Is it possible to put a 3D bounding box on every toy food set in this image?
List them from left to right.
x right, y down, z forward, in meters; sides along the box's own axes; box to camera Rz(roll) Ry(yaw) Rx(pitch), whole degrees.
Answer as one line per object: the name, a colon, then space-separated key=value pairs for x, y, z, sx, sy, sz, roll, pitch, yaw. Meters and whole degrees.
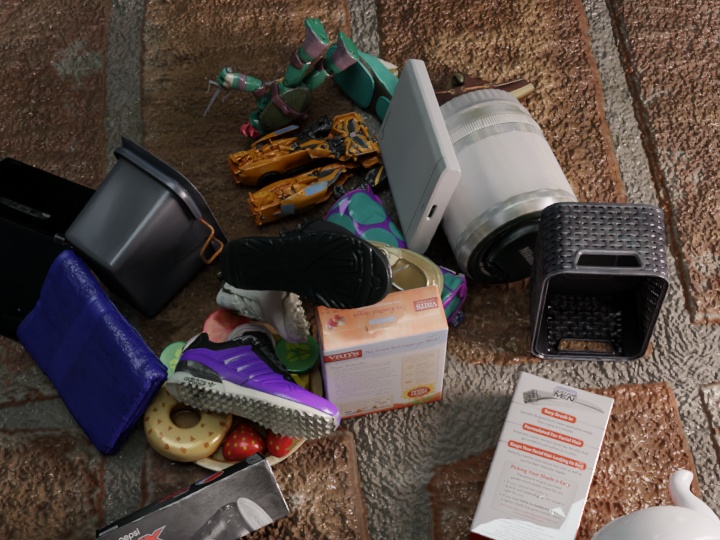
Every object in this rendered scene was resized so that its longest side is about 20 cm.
toy food set: x=-0.142 y=0.138 z=1.461 sx=0.199 sy=0.049 sz=0.199 roll=9 pitch=59 yaw=8

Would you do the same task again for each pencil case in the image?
pencil case: x=0.041 y=-0.011 z=1.523 sx=0.092 sy=0.085 sz=0.200 roll=-43 pitch=66 yaw=-5

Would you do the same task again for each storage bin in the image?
storage bin: x=-0.249 y=-0.034 z=1.494 sx=0.145 sy=0.200 sz=0.135 roll=33 pitch=76 yaw=20
storage bin: x=0.266 y=0.016 z=1.431 sx=0.134 sy=0.200 sz=0.094 roll=1 pitch=60 yaw=3

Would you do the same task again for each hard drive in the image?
hard drive: x=0.066 y=-0.137 z=1.501 sx=0.027 sy=0.132 sz=0.201 roll=5 pitch=44 yaw=-19

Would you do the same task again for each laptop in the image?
laptop: x=-0.429 y=-0.030 z=1.594 sx=0.186 sy=0.116 sz=0.200 roll=21 pitch=33 yaw=13

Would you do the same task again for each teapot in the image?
teapot: x=0.285 y=0.322 z=1.281 sx=0.199 sy=0.199 sz=0.146 roll=-3 pitch=14 yaw=-31

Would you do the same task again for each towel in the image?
towel: x=-0.306 y=0.093 z=1.449 sx=0.049 sy=0.148 sz=0.200 roll=-11 pitch=54 yaw=-51

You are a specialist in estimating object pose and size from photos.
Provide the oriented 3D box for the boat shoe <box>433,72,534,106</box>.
boat shoe: x=0.139 y=-0.225 z=1.628 sx=0.199 sy=0.072 sz=0.072 roll=-23 pitch=81 yaw=-30

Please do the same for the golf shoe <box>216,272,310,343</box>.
golf shoe: x=-0.116 y=0.039 z=1.467 sx=0.097 sy=0.079 sz=0.200 roll=-15 pitch=21 yaw=-8

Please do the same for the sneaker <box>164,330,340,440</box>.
sneaker: x=-0.109 y=0.116 z=1.404 sx=0.199 sy=0.070 sz=0.100 roll=16 pitch=58 yaw=10

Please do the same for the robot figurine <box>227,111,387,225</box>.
robot figurine: x=-0.060 y=-0.137 z=1.616 sx=0.199 sy=0.058 sz=0.145 roll=-23 pitch=59 yaw=-11

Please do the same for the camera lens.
camera lens: x=0.165 y=-0.097 z=1.527 sx=0.159 sy=0.160 sz=0.201 roll=-17 pitch=60 yaw=-8

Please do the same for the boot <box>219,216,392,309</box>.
boot: x=-0.028 y=-0.013 z=1.349 sx=0.199 sy=0.168 sz=0.077 roll=4 pitch=100 yaw=26

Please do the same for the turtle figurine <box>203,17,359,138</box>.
turtle figurine: x=-0.101 y=-0.238 z=1.649 sx=0.200 sy=0.150 sz=0.101 roll=-37 pitch=77 yaw=25

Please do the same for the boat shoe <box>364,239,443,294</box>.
boat shoe: x=0.000 y=0.000 z=1.460 sx=0.199 sy=0.063 sz=0.074 roll=13 pitch=91 yaw=28

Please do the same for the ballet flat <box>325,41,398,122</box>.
ballet flat: x=0.036 y=-0.236 z=1.679 sx=0.070 sy=0.068 sz=0.200 roll=-24 pitch=60 yaw=-36

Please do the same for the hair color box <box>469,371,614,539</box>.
hair color box: x=0.199 y=0.223 z=1.390 sx=0.110 sy=0.064 sz=0.201 roll=16 pitch=62 yaw=13

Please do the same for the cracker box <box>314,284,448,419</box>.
cracker box: x=0.023 y=0.094 z=1.391 sx=0.133 sy=0.200 sz=0.058 roll=-10 pitch=63 yaw=-4

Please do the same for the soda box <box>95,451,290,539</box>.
soda box: x=-0.181 y=0.271 z=1.360 sx=0.199 sy=0.063 sz=0.071 roll=-24 pitch=92 yaw=-12
